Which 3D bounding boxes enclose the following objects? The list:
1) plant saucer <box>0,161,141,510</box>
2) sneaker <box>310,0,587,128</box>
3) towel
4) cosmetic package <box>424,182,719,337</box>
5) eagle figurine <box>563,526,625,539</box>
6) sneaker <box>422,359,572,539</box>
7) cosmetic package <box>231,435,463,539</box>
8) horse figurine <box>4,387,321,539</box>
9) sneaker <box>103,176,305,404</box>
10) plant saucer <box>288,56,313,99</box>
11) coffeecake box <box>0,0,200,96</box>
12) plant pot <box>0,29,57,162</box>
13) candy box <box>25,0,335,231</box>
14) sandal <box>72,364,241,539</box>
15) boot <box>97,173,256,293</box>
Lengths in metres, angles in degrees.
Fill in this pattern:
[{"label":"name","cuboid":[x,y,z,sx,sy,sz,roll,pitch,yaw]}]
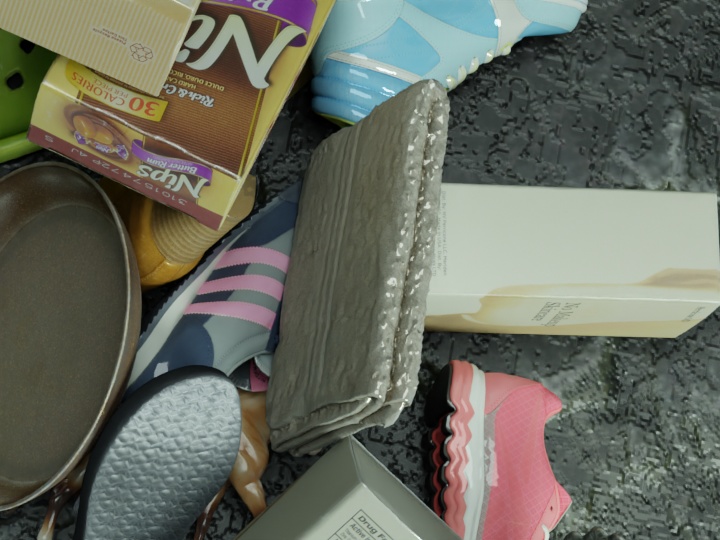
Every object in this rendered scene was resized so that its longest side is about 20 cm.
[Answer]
[{"label":"plant saucer","cuboid":[-0.186,0.039,1.101,0.032,0.200,0.200,20,68,-44]},{"label":"sneaker","cuboid":[0.050,-0.129,1.224,0.200,0.080,0.131,-1,99,-26]},{"label":"towel","cuboid":[0.000,0.000,1.086,0.034,0.132,0.200,20,66,-26]},{"label":"cosmetic package","cuboid":[0.107,-0.004,1.176,0.200,0.105,0.071,2,76,-6]},{"label":"eagle figurine","cuboid":[0.126,0.261,1.065,0.151,0.152,0.200,-42,126,-29]},{"label":"sneaker","cuboid":[0.084,0.153,1.146,0.087,0.074,0.200,6,76,-11]},{"label":"cosmetic package","cuboid":[-0.041,0.198,1.064,0.200,0.073,0.104,-42,108,7]},{"label":"horse figurine","cuboid":[-0.117,0.114,1.140,0.200,0.050,0.133,9,80,-8]},{"label":"sneaker","cuboid":[-0.070,0.026,1.147,0.082,0.070,0.200,44,53,-5]},{"label":"plant saucer","cuboid":[-0.075,-0.221,1.237,0.200,0.048,0.200,44,73,5]},{"label":"coffeecake box","cuboid":[-0.138,-0.211,1.020,0.153,0.073,0.200,23,51,-7]},{"label":"plant pot","cuboid":[-0.273,-0.170,1.123,0.199,0.200,0.182,-17,72,-12]},{"label":"candy box","cuboid":[-0.087,-0.130,1.069,0.117,0.056,0.200,25,55,-3]},{"label":"sandal","cuboid":[-0.128,0.132,1.073,0.076,0.043,0.200,13,116,-29]},{"label":"boot","cuboid":[-0.115,-0.077,1.157,0.071,0.144,0.201,32,47,-32]}]
